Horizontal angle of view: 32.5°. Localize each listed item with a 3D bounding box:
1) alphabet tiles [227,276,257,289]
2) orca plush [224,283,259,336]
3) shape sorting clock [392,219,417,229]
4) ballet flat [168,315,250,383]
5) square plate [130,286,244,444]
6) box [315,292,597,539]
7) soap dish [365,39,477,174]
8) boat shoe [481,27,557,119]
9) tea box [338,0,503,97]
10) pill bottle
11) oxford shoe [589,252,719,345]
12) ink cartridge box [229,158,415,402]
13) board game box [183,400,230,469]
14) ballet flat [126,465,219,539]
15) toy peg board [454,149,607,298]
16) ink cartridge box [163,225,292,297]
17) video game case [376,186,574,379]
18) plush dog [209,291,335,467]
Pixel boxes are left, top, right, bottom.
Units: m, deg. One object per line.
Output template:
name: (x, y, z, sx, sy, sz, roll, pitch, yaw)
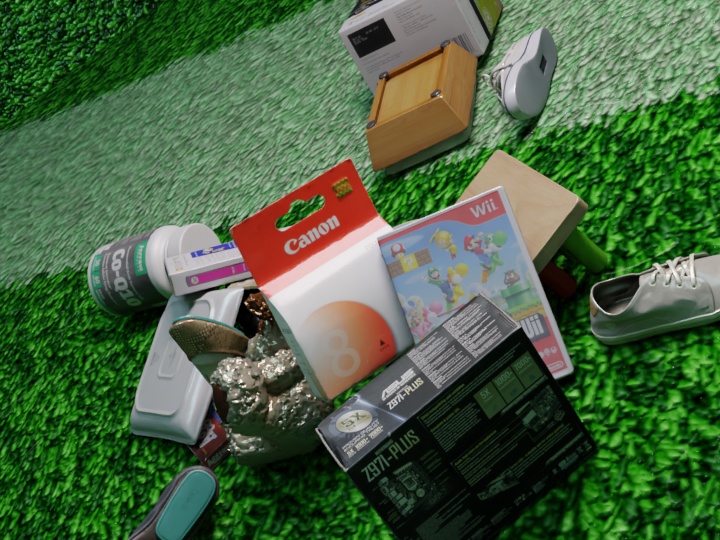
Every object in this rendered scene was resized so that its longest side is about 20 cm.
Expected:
alphabet tiles: (-0.089, -0.012, 1.632, 0.164, 0.006, 0.200, -4, 18, 23)
orca plush: (-0.155, 0.051, 1.611, 0.106, 0.071, 0.201, -52, 19, 22)
shape sorting clock: (0.028, 0.007, 1.537, 0.198, 0.039, 0.201, -27, 29, 17)
ballet flat: (-0.149, 0.107, 1.444, 0.070, 0.199, 0.066, -17, 65, 31)
square plate: (-0.230, 0.115, 1.576, 0.197, 0.028, 0.203, -4, 66, 56)
box: (0.088, 0.152, 1.121, 0.199, 0.164, 0.086, -39, 29, -4)
soap dish: (0.088, -0.240, 1.791, 0.156, 0.082, 0.201, -23, 30, 25)
boat shoe: (0.208, -0.264, 1.698, 0.085, 0.075, 0.203, -16, 32, 32)
tea box: (0.098, -0.395, 1.936, 0.198, 0.134, 0.198, -20, 27, 29)
pill bottle: (-0.305, -0.003, 1.848, 0.198, 0.114, 0.114, -15, 35, 36)
oxford shoe: (0.308, 0.016, 1.190, 0.198, 0.058, 0.076, -20, 30, 25)
ink cartridge box: (-0.019, 0.007, 1.273, 0.161, 0.202, 0.050, -31, 13, -19)
board game box: (-0.190, 0.174, 1.556, 0.103, 0.020, 0.200, -44, 29, -10)
ballet flat: (-0.226, 0.304, 1.364, 0.201, 0.073, 0.073, -53, 32, -16)
toy peg board: (0.164, -0.003, 1.369, 0.200, 0.097, 0.200, -52, 27, 4)
ink cartridge box: (-0.157, -0.016, 1.617, 0.197, 0.038, 0.095, -17, 16, -9)
video game case: (0.115, 0.034, 1.248, 0.141, 0.203, 0.017, -22, -10, 8)
plush dog: (-0.079, 0.111, 1.371, 0.158, 0.201, 0.174, -3, 64, 2)
